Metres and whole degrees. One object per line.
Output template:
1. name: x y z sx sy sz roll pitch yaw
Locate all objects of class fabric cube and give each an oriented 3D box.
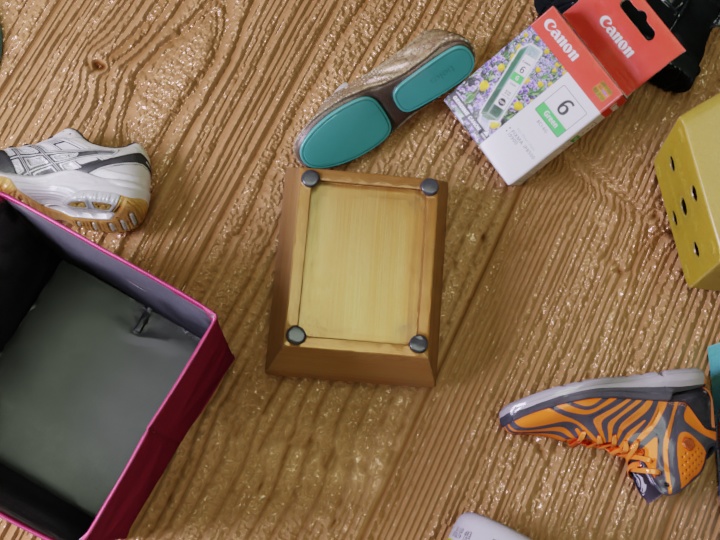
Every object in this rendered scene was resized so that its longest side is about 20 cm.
1. fabric cube: -0.238 0.090 0.751 0.196 0.199 0.200 29 76 3

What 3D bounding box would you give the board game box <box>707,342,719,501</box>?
1. board game box: 0.408 0.167 0.855 0.152 0.045 0.200 1 75 -4

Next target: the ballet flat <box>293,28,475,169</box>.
1. ballet flat: 0.018 -0.168 0.902 0.200 0.071 0.065 -30 41 -1

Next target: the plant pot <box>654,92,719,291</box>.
1. plant pot: 0.381 -0.077 0.847 0.176 0.200 0.200 -12 77 5

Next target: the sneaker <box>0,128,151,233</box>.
1. sneaker: -0.293 -0.091 0.866 0.200 0.076 0.088 8 60 -5

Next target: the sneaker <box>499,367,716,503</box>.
1. sneaker: 0.228 0.153 0.829 0.200 0.078 0.112 -7 76 -6

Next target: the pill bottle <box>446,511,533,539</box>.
1. pill bottle: 0.089 0.311 0.764 0.109 0.109 0.200 28 76 3

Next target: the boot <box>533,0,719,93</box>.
1. boot: 0.292 -0.290 0.945 0.198 0.073 0.163 27 78 -4

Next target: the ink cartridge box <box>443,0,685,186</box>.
1. ink cartridge box: 0.190 -0.183 0.877 0.200 0.050 0.109 -39 80 20

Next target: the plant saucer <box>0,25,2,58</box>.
1. plant saucer: -0.453 -0.223 0.896 0.200 0.036 0.200 1 76 -4

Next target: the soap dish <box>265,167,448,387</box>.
1. soap dish: 0.000 0.000 0.849 0.157 0.081 0.200 5 75 -3
